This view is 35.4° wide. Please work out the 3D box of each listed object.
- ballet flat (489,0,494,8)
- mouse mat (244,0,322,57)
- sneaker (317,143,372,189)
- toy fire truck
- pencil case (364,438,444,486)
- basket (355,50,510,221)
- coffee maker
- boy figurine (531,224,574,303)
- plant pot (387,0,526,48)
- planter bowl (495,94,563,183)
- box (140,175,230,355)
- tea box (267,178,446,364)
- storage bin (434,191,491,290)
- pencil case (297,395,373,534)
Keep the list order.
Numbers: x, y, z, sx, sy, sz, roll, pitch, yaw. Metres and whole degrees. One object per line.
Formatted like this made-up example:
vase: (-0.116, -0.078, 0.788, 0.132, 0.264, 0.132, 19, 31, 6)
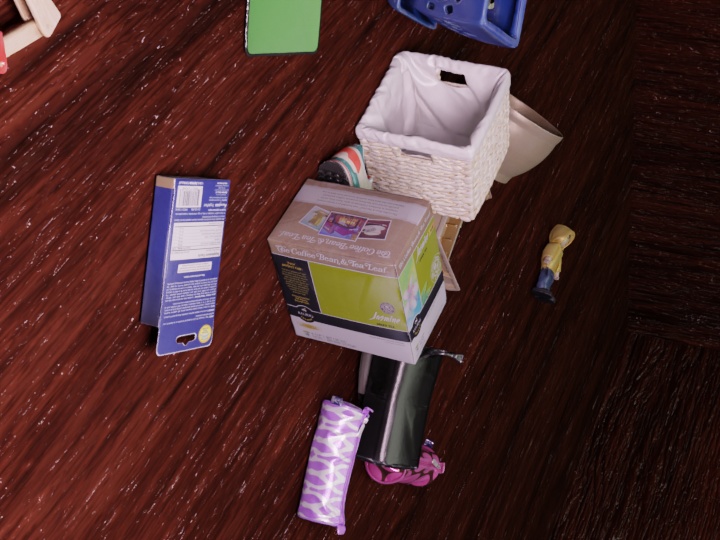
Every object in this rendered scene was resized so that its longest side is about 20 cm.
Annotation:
ballet flat: (0.246, -0.484, 2.100, 0.199, 0.061, 0.069, -23, 122, -63)
mouse mat: (-0.094, -0.358, 1.447, 0.199, 0.007, 0.164, -25, 122, -63)
sneaker: (-0.006, -0.094, 1.682, 0.093, 0.069, 0.203, -47, 139, -41)
toy fire truck: (-0.293, -0.255, 0.987, 0.200, 0.048, 0.144, -35, 132, -59)
pencil case: (0.082, 0.350, 2.051, 0.199, 0.092, 0.093, 22, 80, -65)
basket: (0.121, -0.214, 1.774, 0.162, 0.195, 0.202, 78, 32, -49)
coffee maker: (0.056, 0.215, 1.823, 0.133, 0.191, 0.204, 13, 86, -23)
boy figurine: (0.491, -0.019, 2.864, 0.203, 0.063, 0.125, -67, 151, -19)
plant pot: (0.153, -0.468, 1.750, 0.199, 0.177, 0.204, -2, 102, -67)
planter bowl: (0.261, -0.251, 2.110, 0.136, 0.200, 0.199, -56, 161, 16)
box: (-0.205, -0.008, 1.315, 0.121, 0.032, 0.204, -7, 105, -65)
tea box: (0.000, 0.000, 1.578, 0.135, 0.197, 0.199, -59, 150, -36)
storage bin: (0.151, -0.098, 2.013, 0.199, 0.092, 0.203, 60, 46, -56)
pencil case: (-0.039, 0.301, 1.764, 0.084, 0.084, 0.204, 22, 81, -67)
